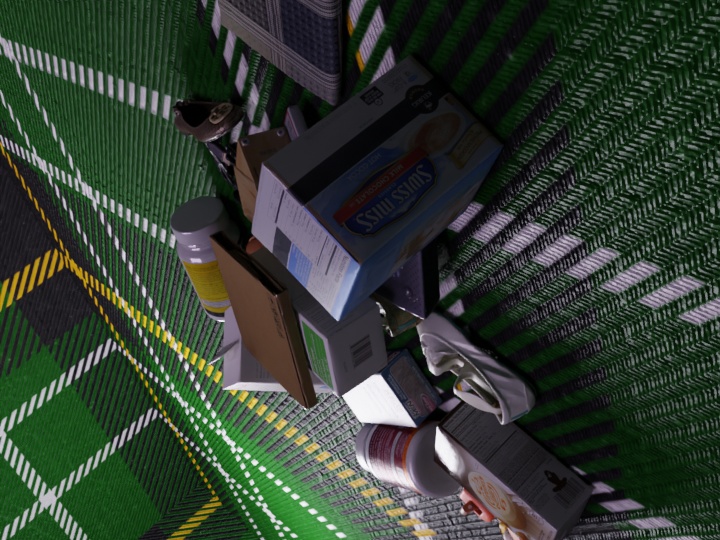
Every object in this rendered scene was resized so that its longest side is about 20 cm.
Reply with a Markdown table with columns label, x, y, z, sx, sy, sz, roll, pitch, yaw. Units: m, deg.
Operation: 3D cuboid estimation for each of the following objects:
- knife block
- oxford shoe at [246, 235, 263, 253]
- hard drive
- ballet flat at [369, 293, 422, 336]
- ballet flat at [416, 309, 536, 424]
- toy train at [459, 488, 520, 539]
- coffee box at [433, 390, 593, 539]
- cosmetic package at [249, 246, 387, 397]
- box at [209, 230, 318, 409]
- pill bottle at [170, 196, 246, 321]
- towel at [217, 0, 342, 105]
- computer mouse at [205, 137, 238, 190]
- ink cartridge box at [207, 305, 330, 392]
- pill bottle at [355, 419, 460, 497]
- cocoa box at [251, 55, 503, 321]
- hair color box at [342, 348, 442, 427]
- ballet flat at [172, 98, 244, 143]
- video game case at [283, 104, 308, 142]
| label | x | y | z | sx | sy | sz | roll | pitch | yaw |
| --- | --- | --- | --- | --- | --- | --- | --- | --- | --- |
| knife block | -0.117 | -0.091 | 1.104 | 0.176 | 0.063 | 0.202 | 109 | 141 | -64 |
| oxford shoe | -0.131 | -0.006 | 1.347 | 0.199 | 0.071 | 0.072 | 25 | 147 | 48 |
| hard drive | 0.021 | -0.038 | 1.034 | 0.199 | 0.042 | 0.136 | 31 | 137 | 44 |
| ballet flat | 0.000 | 0.038 | 1.134 | 0.199 | 0.071 | 0.071 | 22 | 143 | 49 |
| ballet flat | 0.126 | 0.118 | 1.069 | 0.199 | 0.069 | 0.070 | 38 | 153 | 29 |
| toy train | 0.205 | 0.360 | 1.281 | 0.150 | 0.055 | 0.200 | 46 | 156 | 12 |
| coffee box | 0.196 | 0.269 | 1.138 | 0.200 | 0.080 | 0.115 | 39 | 153 | 26 |
| cosmetic package | -0.059 | 0.051 | 1.086 | 0.200 | 0.084 | 0.108 | 36 | 148 | 42 |
| box | -0.123 | 0.064 | 1.095 | 0.163 | 0.021 | 0.201 | 38 | 149 | 42 |
| pill bottle | -0.248 | -0.020 | 1.480 | 0.114 | 0.114 | 0.201 | 29 | 148 | 40 |
| towel | -0.090 | -0.295 | 0.923 | 0.200 | 0.035 | 0.193 | 39 | 156 | 21 |
| computer mouse | -0.157 | -0.123 | 1.248 | 0.200 | 0.046 | 0.141 | 51 | 171 | 26 |
| ink cartridge box | -0.125 | 0.116 | 1.309 | 0.128 | 0.198 | 0.127 | 149 | 123 | -66 |
| pill bottle | 0.074 | 0.283 | 1.338 | 0.110 | 0.109 | 0.199 | 56 | 156 | -13 |
| cocoa box | 0.014 | -0.077 | 0.825 | 0.131 | 0.200 | 0.134 | 45 | 155 | 11 |
| hair color box | 0.034 | 0.180 | 1.325 | 0.100 | 0.060 | 0.200 | 55 | 156 | -9 |
| ballet flat | -0.222 | -0.219 | 1.218 | 0.199 | 0.067 | 0.047 | 21 | 148 | 59 |
| video game case | -0.076 | -0.101 | 1.102 | 0.200 | 0.017 | 0.144 | 124 | 127 | -69 |
